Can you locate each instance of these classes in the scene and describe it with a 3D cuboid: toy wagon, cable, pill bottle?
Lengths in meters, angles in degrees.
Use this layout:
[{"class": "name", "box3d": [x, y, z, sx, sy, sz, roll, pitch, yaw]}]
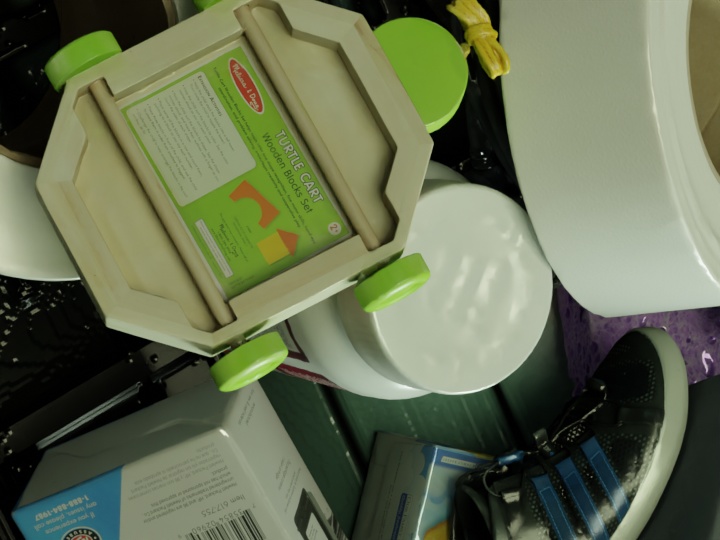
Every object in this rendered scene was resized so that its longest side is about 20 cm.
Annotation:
[{"class": "toy wagon", "box3d": [-0.031, -0.050, 1.237, 0.199, 0.040, 0.156, -28, 82, -11]}, {"class": "cable", "box3d": [0.090, -0.097, 1.382, 0.164, 0.051, 0.200, -63, 150, -32]}, {"class": "pill bottle", "box3d": [0.000, 0.000, 1.361, 0.109, 0.200, 0.110, -3, 96, -27]}]

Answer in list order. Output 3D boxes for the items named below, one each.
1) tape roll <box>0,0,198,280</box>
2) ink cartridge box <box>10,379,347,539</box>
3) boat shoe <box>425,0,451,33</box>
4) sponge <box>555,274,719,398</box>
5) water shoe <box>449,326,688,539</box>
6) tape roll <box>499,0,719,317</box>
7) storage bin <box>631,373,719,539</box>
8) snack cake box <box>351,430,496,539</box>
[{"class": "tape roll", "box3d": [-0.154, -0.100, 1.309, 0.202, 0.139, 0.204, -3, 96, -27]}, {"class": "ink cartridge box", "box3d": [-0.059, 0.160, 1.390, 0.116, 0.068, 0.201, -22, 108, 18]}, {"class": "boat shoe", "box3d": [0.052, -0.168, 1.414, 0.068, 0.072, 0.200, -56, 152, -11]}, {"class": "sponge", "box3d": [0.198, 0.051, 1.538, 0.199, 0.030, 0.112, 3, 69, -27]}, {"class": "water shoe", "box3d": [0.088, 0.108, 1.413, 0.079, 0.071, 0.201, 30, 78, -23]}, {"class": "tape roll", "box3d": [0.132, -0.083, 1.331, 0.202, 0.070, 0.203, 22, 66, -61]}, {"class": "storage bin", "box3d": [0.192, 0.147, 1.427, 0.134, 0.145, 0.201, 31, 61, -22]}, {"class": "snack cake box", "box3d": [0.093, 0.158, 1.496, 0.199, 0.067, 0.116, 14, 87, -27]}]
